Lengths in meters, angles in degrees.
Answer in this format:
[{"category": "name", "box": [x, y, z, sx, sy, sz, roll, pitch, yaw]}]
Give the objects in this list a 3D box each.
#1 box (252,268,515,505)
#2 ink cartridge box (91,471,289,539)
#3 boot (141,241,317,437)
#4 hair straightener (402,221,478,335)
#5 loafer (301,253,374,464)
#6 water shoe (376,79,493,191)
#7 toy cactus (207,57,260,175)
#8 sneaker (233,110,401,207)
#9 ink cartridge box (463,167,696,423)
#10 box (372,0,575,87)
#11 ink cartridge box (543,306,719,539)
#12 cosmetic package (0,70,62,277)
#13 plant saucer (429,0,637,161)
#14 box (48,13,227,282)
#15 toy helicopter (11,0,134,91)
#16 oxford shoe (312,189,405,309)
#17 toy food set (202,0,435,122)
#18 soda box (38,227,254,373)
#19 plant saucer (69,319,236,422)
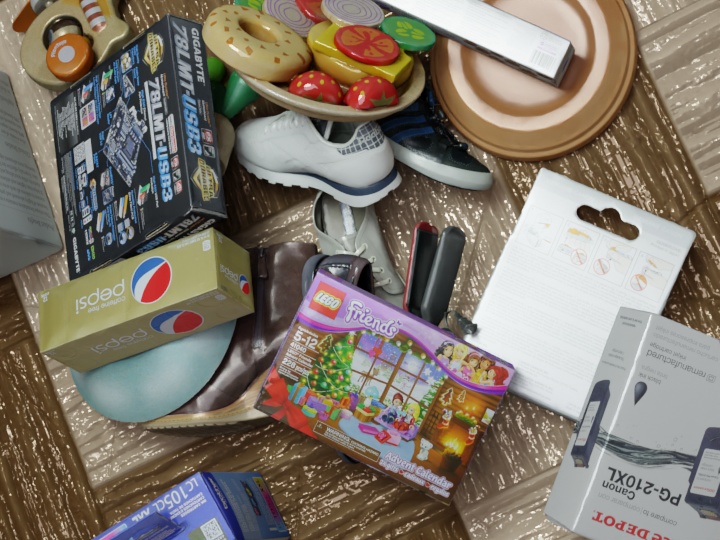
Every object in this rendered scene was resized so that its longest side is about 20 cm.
[{"category": "box", "box": [0.021, 0.104, 1.474, 0.199, 0.039, 0.138, 26, 96, 0]}, {"category": "ink cartridge box", "box": [-0.160, 0.247, 1.497, 0.136, 0.200, 0.077, -33, 78, 8]}, {"category": "boot", "box": [-0.122, 0.068, 1.583, 0.198, 0.072, 0.168, -12, 74, 11]}, {"category": "hair straightener", "box": [0.067, 0.056, 1.509, 0.076, 0.041, 0.202, 6, 79, 42]}, {"category": "loafer", "box": [-0.005, 0.083, 1.518, 0.062, 0.072, 0.202, -6, 101, 31]}, {"category": "water shoe", "box": [0.046, -0.145, 1.548, 0.199, 0.071, 0.079, 30, 101, 16]}, {"category": "toy cactus", "box": [-0.144, -0.159, 1.569, 0.199, 0.102, 0.166, -25, 41, 19]}, {"category": "sneaker", "box": [-0.047, -0.124, 1.538, 0.199, 0.081, 0.076, 15, 49, 39]}, {"category": "ink cartridge box", "box": [0.197, 0.029, 1.513, 0.161, 0.050, 0.201, 24, 86, 15]}, {"category": "box", "box": [0.103, -0.230, 1.525, 0.199, 0.039, 0.042, 26, 89, 15]}, {"category": "ink cartridge box", "box": [0.266, 0.152, 1.434, 0.144, 0.084, 0.202, 21, 89, -12]}, {"category": "cosmetic package", "box": [-0.422, -0.091, 1.616, 0.165, 0.167, 0.202, -22, 79, 10]}, {"category": "plant saucer", "box": [0.160, -0.205, 1.548, 0.198, 0.037, 0.202, -2, 84, 15]}, {"category": "box", "box": [-0.211, -0.107, 1.539, 0.198, 0.049, 0.202, -27, 64, 40]}, {"category": "toy helicopter", "box": [-0.273, -0.273, 1.658, 0.132, 0.079, 0.201, 30, 81, 24]}, {"category": "oxford shoe", "box": [0.000, 0.000, 1.557, 0.075, 0.058, 0.202, -17, 83, 7]}, {"category": "toy food set", "box": [-0.034, -0.203, 1.490, 0.199, 0.198, 0.049, 24, 126, 10]}, {"category": "soda box", "box": [-0.199, 0.030, 1.513, 0.199, 0.068, 0.065, -20, 61, 22]}, {"category": "plant saucer", "box": [-0.211, 0.043, 1.580, 0.199, 0.039, 0.203, -12, 63, 25]}]
